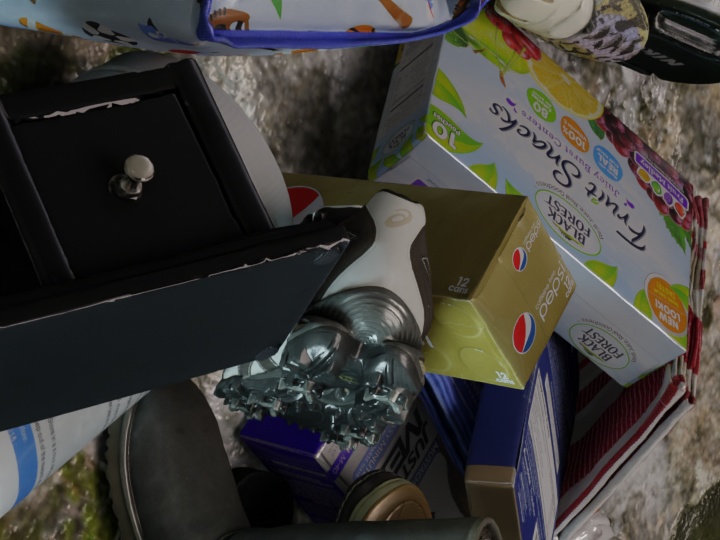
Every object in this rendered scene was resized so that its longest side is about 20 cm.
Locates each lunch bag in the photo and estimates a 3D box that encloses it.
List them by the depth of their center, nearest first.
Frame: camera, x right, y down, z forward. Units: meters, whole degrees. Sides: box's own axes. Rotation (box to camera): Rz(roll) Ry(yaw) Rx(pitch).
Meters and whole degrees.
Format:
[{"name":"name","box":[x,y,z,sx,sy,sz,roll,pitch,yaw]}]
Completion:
[{"name":"lunch bag","box":[-0.050,-0.159,0.833,0.199,0.169,0.125,-3,103,-48]}]

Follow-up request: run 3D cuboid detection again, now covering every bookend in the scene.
[{"name":"bookend","box":[-0.140,-0.049,0.691,0.199,0.092,0.200,-13,66,-30]}]

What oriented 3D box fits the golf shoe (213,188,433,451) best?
[{"name":"golf shoe","box":[-0.009,0.024,0.818,0.077,0.200,0.095,19,74,-14]}]

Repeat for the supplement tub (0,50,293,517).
[{"name":"supplement tub","box":[-0.138,0.007,0.797,0.200,0.131,0.133,-40,127,-36]}]

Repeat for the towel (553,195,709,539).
[{"name":"towel","box":[0.159,0.054,1.113,0.144,0.023,0.200,-56,-170,36]}]

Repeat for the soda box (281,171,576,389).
[{"name":"soda box","box":[0.000,0.000,0.900,0.064,0.199,0.068,-59,136,-27]}]

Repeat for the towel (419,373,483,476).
[{"name":"towel","box":[0.061,0.001,1.047,0.145,0.024,0.201,63,30,-31]}]

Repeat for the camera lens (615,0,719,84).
[{"name":"camera lens","box":[0.201,-0.225,1.115,0.160,0.159,0.201,26,79,-49]}]

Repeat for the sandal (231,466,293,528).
[{"name":"sandal","box":[-0.073,0.206,0.981,0.075,0.048,0.202,18,84,-50]}]

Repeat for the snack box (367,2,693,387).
[{"name":"snack box","box":[0.101,-0.049,1.026,0.200,0.053,0.143,37,41,-22]}]

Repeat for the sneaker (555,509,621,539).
[{"name":"sneaker","box":[0.107,0.244,1.098,0.200,0.092,0.076,-51,165,0]}]

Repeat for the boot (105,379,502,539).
[{"name":"boot","box":[-0.026,0.129,0.885,0.072,0.199,0.183,-10,91,-49]}]

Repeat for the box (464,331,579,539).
[{"name":"box","box":[0.094,0.088,1.038,0.201,0.032,0.122,-71,156,-47]}]

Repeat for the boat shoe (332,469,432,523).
[{"name":"boat shoe","box":[-0.009,0.179,0.998,0.073,0.065,0.201,-23,138,-34]}]

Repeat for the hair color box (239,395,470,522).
[{"name":"hair color box","box":[0.024,0.112,1.062,0.110,0.065,0.200,-59,138,-23]}]

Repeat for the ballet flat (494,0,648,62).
[{"name":"ballet flat","box":[0.078,-0.176,1.011,0.200,0.072,0.072,45,62,-15]}]
